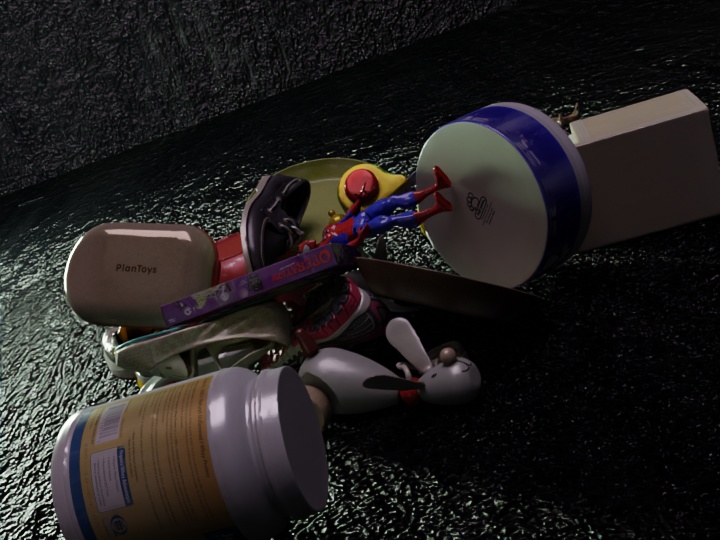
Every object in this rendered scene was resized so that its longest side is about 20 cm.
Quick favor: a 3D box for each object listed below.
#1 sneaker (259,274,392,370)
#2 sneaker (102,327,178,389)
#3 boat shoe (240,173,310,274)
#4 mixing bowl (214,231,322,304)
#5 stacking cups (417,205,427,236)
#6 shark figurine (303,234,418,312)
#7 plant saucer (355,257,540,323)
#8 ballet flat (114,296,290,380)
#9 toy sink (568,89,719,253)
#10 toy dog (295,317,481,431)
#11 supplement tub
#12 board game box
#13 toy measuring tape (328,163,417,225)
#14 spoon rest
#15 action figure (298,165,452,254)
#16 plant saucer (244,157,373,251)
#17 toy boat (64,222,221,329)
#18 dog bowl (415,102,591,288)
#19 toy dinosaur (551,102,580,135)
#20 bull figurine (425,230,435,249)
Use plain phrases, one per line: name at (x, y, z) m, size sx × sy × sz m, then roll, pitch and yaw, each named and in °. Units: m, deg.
sneaker at (-0.047, 0.074, 0.987) m, size 0.199 × 0.074 × 0.081 m, roll -26°, pitch 43°, yaw 50°
sneaker at (-0.283, 0.094, 1.151) m, size 0.078 × 0.083 × 0.199 m, roll -32°, pitch 23°, yaw -29°
boat shoe at (-0.100, -0.059, 1.080) m, size 0.062 × 0.073 × 0.201 m, roll -5°, pitch 33°, yaw 9°
mixing bowl at (-0.155, 0.014, 1.198) m, size 0.198 × 0.109 × 0.200 m, roll -17°, pitch 22°, yaw 7°
stacking cups at (0.181, -0.089, 1.231) m, size 0.198 × 0.061 × 0.061 m, roll -7°, pitch 24°, yaw 20°
shark figurine at (0.016, -0.002, 1.096) m, size 0.127 × 0.091 × 0.214 m, roll 4°, pitch 9°, yaw 9°
plant saucer at (0.088, 0.024, 0.939) m, size 0.198 × 0.037 × 0.200 m, roll 13°, pitch -2°, yaw 1°
ballet flat at (-0.168, 0.084, 0.948) m, size 0.198 × 0.063 × 0.067 m, roll -19°, pitch -17°, yaw 5°
toy sink at (0.314, -0.118, 1.069) m, size 0.198 × 0.131 × 0.112 m, roll -16°, pitch 21°, yaw 12°
toy dog at (0.010, 0.091, 0.872) m, size 0.198 × 0.097 × 0.132 m, roll -18°, pitch 21°, yaw 7°
supplement tub at (-0.139, 0.165, 0.753) m, size 0.198 × 0.146 × 0.145 m, roll -16°, pitch 21°, yaw 10°
board game box at (-0.102, 0.016, 0.968) m, size 0.198 × 0.033 × 0.120 m, roll -20°, pitch -9°, yaw 14°
toy measuring tape at (0.035, -0.119, 1.096) m, size 0.200 × 0.074 × 0.074 m, roll -41°, pitch 23°, yaw -3°
spoon rest at (-0.186, 0.122, 1.017) m, size 0.099 × 0.061 × 0.200 m, roll -15°, pitch 20°, yaw 43°
action figure at (0.009, -0.057, 1.023) m, size 0.199 × 0.052 × 0.066 m, roll -26°, pitch 47°, yaw 29°
plant saucer at (-0.053, -0.083, 1.180) m, size 0.198 × 0.031 × 0.201 m, roll -7°, pitch 39°, yaw 5°
toy boat at (-0.263, 0.015, 1.119) m, size 0.198 × 0.132 × 0.131 m, roll 3°, pitch -16°, yaw 11°
dog bowl at (0.157, -0.083, 1.010) m, size 0.078 × 0.202 × 0.199 m, roll -25°, pitch 20°, yaw -36°
toy dinosaur at (0.269, -0.190, 1.364) m, size 0.135 × 0.087 × 0.200 m, roll -15°, pitch 14°, yaw 31°
bull figurine at (0.171, -0.073, 1.145) m, size 0.199 × 0.065 × 0.122 m, roll 13°, pitch 80°, yaw 43°
